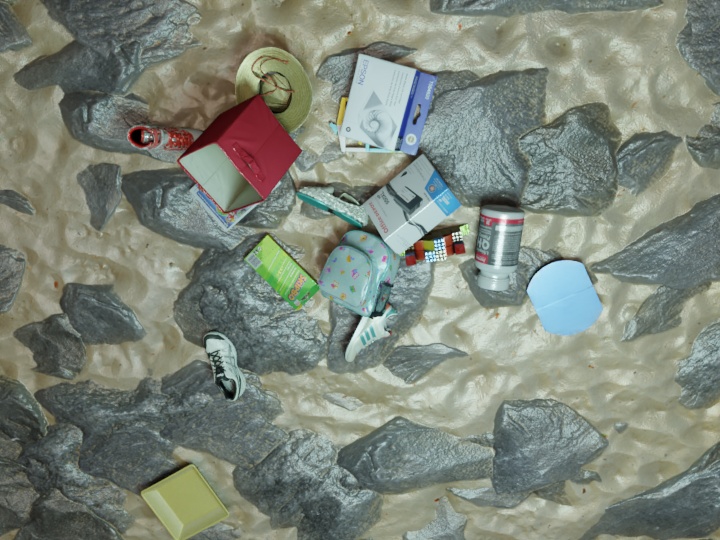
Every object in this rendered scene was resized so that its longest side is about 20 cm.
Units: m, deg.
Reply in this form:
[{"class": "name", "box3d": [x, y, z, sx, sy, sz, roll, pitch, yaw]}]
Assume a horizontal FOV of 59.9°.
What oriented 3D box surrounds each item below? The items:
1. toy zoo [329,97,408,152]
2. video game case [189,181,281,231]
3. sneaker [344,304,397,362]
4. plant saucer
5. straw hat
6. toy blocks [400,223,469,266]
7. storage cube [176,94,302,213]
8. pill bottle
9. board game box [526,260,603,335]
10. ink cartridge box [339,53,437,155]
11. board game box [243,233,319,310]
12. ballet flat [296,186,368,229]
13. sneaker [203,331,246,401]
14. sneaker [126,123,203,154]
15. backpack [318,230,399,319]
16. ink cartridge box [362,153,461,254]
[{"class": "toy zoo", "box3d": [0.021, -0.361, 1.550, 0.197, 0.020, 0.133, 2, 105, 2]}, {"class": "video game case", "box3d": [-0.322, -0.217, 1.610, 0.199, 0.018, 0.143, -39, 101, 12]}, {"class": "sneaker", "box3d": [0.029, 0.172, 1.672, 0.093, 0.070, 0.201, 27, 103, 1]}, {"class": "plant saucer", "box3d": [-0.514, 0.680, 1.855, 0.199, 0.049, 0.201, -29, 102, 11]}, {"class": "straw hat", "box3d": [-0.203, -0.431, 1.509, 0.198, 0.085, 0.204, 0, 106, 1]}, {"class": "toy blocks", "box3d": [0.183, -0.062, 1.565, 0.197, 0.137, 0.101, -10, 105, 5]}, {"class": "storage cube", "box3d": [-0.278, -0.266, 1.443, 0.199, 0.181, 0.171, -8, 131, 46]}, {"class": "pill bottle", "box3d": [0.346, -0.057, 1.572, 0.109, 0.111, 0.203, 5, 105, 2]}, {"class": "board game box", "box3d": [0.531, 0.069, 1.637, 0.157, 0.039, 0.202, -26, 98, 15]}, {"class": "ink cartridge box", "box3d": [0.066, -0.396, 1.506, 0.198, 0.041, 0.202, 14, 106, -1]}, {"class": "board game box", "box3d": [-0.206, 0.006, 1.662, 0.095, 0.030, 0.200, -43, 97, 14]}, {"class": "ballet flat", "box3d": [-0.066, -0.174, 1.593, 0.198, 0.072, 0.072, 27, 105, -7]}, {"class": "sneaker", "box3d": [-0.374, 0.264, 1.711, 0.075, 0.088, 0.202, -23, 102, 11]}, {"class": "sneaker", "box3d": [-0.471, -0.320, 1.542, 0.199, 0.108, 0.068, 10, 106, 0]}, {"class": "backpack", "box3d": [0.000, 0.000, 1.573, 0.175, 0.153, 0.202, 24, 90, 28]}, {"class": "ink cartridge box", "box3d": [0.123, -0.161, 1.529, 0.199, 0.145, 0.084, -39, 140, 12]}]
